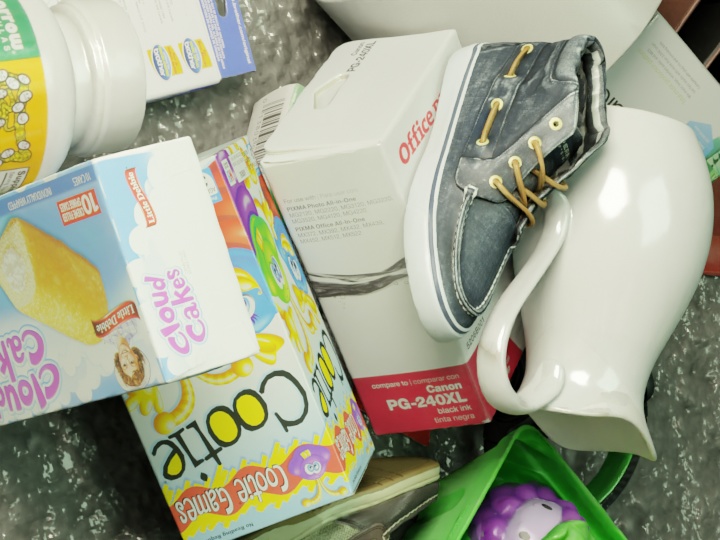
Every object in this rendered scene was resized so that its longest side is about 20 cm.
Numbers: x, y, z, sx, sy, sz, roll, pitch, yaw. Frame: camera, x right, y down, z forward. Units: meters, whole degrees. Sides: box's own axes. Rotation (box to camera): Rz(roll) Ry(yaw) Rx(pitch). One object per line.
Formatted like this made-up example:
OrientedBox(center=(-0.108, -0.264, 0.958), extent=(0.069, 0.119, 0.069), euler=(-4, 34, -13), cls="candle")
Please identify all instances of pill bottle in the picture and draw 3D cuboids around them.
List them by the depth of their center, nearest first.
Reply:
OrientedBox(center=(-0.217, -0.091, 1.146), extent=(0.199, 0.113, 0.113), euler=(-9, 85, -32), cls="pill bottle")

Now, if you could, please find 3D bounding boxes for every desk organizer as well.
OrientedBox(center=(0.263, -0.155, 1.623), extent=(0.200, 0.077, 0.072), euler=(40, 51, -55), cls="desk organizer")

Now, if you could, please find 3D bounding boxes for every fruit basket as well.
OrientedBox(center=(0.113, 0.210, 1.343), extent=(0.156, 0.215, 0.216), euler=(50, 50, -22), cls="fruit basket")

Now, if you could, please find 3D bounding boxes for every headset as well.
OrientedBox(center=(0.145, 0.074, 1.467), extent=(0.123, 0.094, 0.201), euler=(-9, 103, -34), cls="headset")

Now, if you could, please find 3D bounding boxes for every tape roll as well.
OrientedBox(center=(0.082, -0.199, 1.424), extent=(0.139, 0.202, 0.203), euler=(44, 52, -25), cls="tape roll")

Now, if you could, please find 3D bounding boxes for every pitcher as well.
OrientedBox(center=(0.134, 0.000, 1.327), extent=(0.171, 0.121, 0.201), euler=(23, 75, -55), cls="pitcher")

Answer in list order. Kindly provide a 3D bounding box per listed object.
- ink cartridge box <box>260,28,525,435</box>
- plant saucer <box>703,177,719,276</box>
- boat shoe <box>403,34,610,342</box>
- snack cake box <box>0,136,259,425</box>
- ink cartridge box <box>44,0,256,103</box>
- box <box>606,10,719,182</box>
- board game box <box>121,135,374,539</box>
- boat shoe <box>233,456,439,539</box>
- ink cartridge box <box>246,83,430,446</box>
OrientedBox(center=(0.032, -0.025, 1.343), extent=(0.201, 0.083, 0.145), euler=(68, 31, -27), cls="ink cartridge box")
OrientedBox(center=(0.302, -0.079, 1.631), extent=(0.199, 0.200, 0.037), euler=(4, 43, -42), cls="plant saucer")
OrientedBox(center=(0.086, -0.054, 1.264), extent=(0.071, 0.091, 0.201), euler=(49, 43, -46), cls="boat shoe")
OrientedBox(center=(-0.153, 0.013, 1.143), extent=(0.067, 0.200, 0.115), euler=(-18, 91, -44), cls="snack cake box")
OrientedBox(center=(-0.156, -0.151, 1.297), extent=(0.200, 0.042, 0.120), euler=(-19, 93, -41), cls="ink cartridge box")
OrientedBox(center=(0.158, -0.065, 1.479), extent=(0.200, 0.036, 0.144), euler=(-46, 129, 4), cls="box")
OrientedBox(center=(-0.080, 0.040, 1.247), extent=(0.103, 0.105, 0.201), euler=(-56, 124, -78), cls="board game box")
OrientedBox(center=(-0.028, 0.164, 1.318), extent=(0.200, 0.072, 0.066), euler=(-19, 102, -44), cls="boat shoe")
OrientedBox(center=(0.000, 0.000, 1.400), extent=(0.200, 0.050, 0.161), euler=(30, 60, -32), cls="ink cartridge box")
